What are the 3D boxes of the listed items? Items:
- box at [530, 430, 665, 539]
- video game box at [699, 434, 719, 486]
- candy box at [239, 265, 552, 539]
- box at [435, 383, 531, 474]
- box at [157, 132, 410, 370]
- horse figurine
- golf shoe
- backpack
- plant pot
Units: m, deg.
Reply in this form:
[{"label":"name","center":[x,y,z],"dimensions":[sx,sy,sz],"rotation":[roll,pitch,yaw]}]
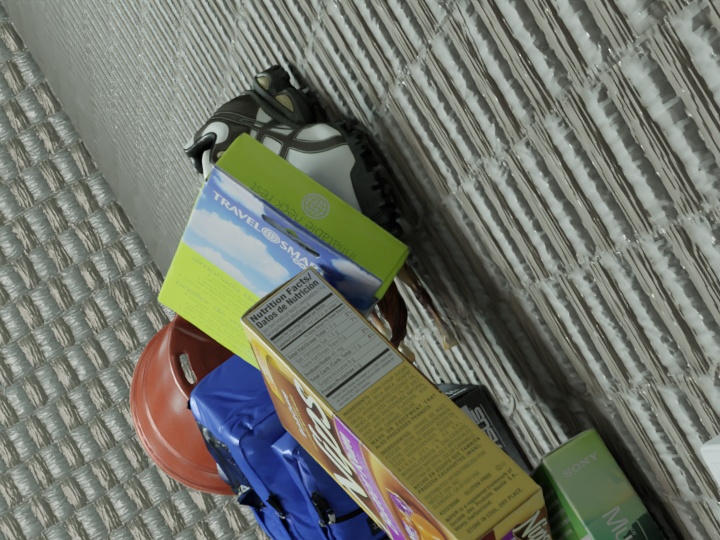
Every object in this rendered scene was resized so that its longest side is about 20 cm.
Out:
[{"label":"box","center":[0.155,0.186,1.016],"dimensions":[0.200,0.036,0.144],"rotation":[56,170,10]},{"label":"video game box","center":[0.195,0.121,0.587],"dimensions":[0.183,0.047,0.200],"rotation":[61,172,1]},{"label":"candy box","center":[0.022,0.101,1.049],"dimensions":[0.200,0.056,0.117],"rotation":[44,163,34]},{"label":"box","center":[0.095,0.173,1.297],"dimensions":[0.200,0.048,0.158],"rotation":[60,171,-2]},{"label":"box","center":[-0.048,-0.001,1.143],"dimensions":[0.122,0.048,0.200],"rotation":[34,152,1]},{"label":"horse figurine","center":[0.000,0.000,1.258],"dimensions":[0.133,0.050,0.200],"rotation":[56,173,-10]},{"label":"golf shoe","center":[-0.043,-0.054,1.178],"dimensions":[0.200,0.094,0.078],"rotation":[42,159,57]},{"label":"backpack","center":[-0.025,0.160,1.558],"dimensions":[0.168,0.162,0.200],"rotation":[42,161,51]},{"label":"plant pot","center":[-0.121,0.103,1.863],"dimensions":[0.201,0.200,0.195],"rotation":[58,163,10]}]
